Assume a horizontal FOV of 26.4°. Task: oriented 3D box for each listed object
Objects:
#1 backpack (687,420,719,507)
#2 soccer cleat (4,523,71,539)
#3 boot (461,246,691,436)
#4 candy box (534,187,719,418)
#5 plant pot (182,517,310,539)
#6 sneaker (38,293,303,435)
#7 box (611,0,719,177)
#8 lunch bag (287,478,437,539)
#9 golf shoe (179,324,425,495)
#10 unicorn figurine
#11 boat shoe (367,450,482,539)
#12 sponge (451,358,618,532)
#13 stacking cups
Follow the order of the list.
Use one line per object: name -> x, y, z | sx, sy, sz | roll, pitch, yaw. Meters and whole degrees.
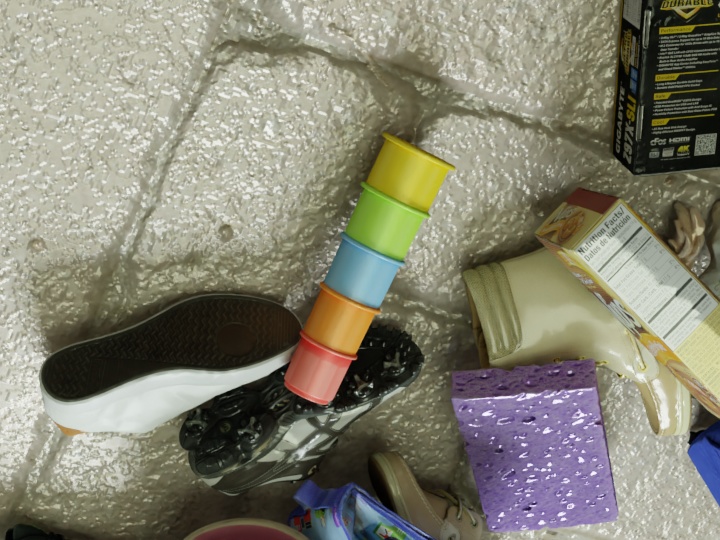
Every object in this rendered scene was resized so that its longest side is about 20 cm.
backpack -> 0.401, 0.154, 1.250 | 0.199, 0.168, 0.163 | -29, 84, -7
soccer cleat -> -0.237, 0.236, 1.207 | 0.199, 0.081, 0.067 | -5, 163, -28
boot -> 0.172, 0.063, 1.213 | 0.155, 0.073, 0.201 | -22, 113, -4
candy box -> 0.223, 0.029, 1.113 | 0.200, 0.115, 0.055 | 44, 90, -9
plant pot -> -0.089, 0.301, 1.190 | 0.199, 0.200, 0.180 | -4, 126, -12
sneaker -> -0.141, 0.075, 1.159 | 0.199, 0.073, 0.085 | -12, 147, -13
box -> 0.293, -0.159, 1.147 | 0.199, 0.049, 0.160 | -7, 116, -11
lunch bag -> 0.017, 0.245, 1.199 | 0.200, 0.151, 0.094 | 47, 69, -2
golf shoe -> -0.040, 0.111, 1.198 | 0.199, 0.078, 0.095 | -23, 142, -3
unicorn figurine -> 0.329, 0.025, 1.194 | 0.074, 0.199, 0.138 | 12, 96, -61
boat shoe -> 0.066, 0.211, 1.270 | 0.065, 0.072, 0.200 | -31, 126, -3
sponge -> 0.143, 0.145, 1.226 | 0.111, 0.030, 0.200 | -7, 140, 10
stacking cups -> 0.000, 0.000, 1.128 | 0.060, 0.061, 0.201 | 23, 99, -23
